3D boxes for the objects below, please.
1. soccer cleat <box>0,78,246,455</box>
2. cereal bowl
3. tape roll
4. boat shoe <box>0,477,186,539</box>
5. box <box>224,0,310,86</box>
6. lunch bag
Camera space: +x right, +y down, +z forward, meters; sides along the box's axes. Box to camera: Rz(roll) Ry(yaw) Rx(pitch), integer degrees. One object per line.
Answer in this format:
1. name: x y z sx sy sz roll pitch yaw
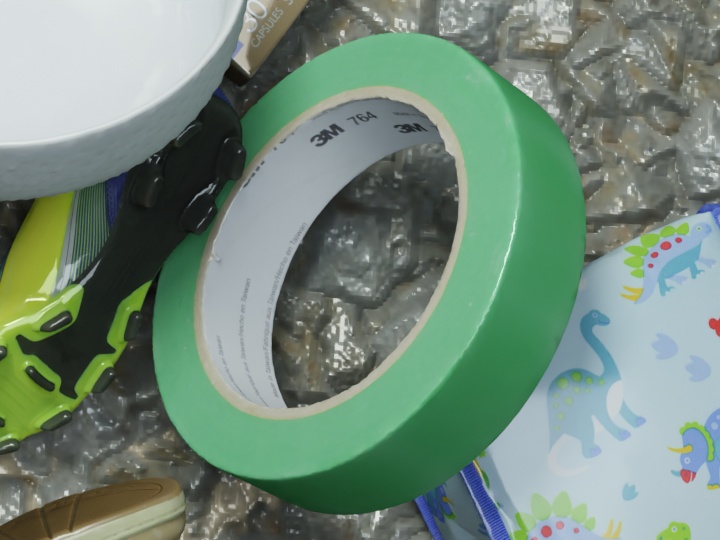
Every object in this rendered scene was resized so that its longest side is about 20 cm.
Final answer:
1. soccer cleat: -0.126 -0.005 1.062 0.065 0.084 0.200 34 96 -41
2. cereal bowl: -0.146 -0.108 1.004 0.199 0.083 0.201 3 58 -4
3. tape roll: 0.000 0.000 1.017 0.048 0.200 0.201 30 79 -41
4. boat shoe: -0.158 0.152 1.039 0.199 0.073 0.063 -27 98 -2
5. box: -0.094 -0.192 1.092 0.200 0.032 0.121 38 80 -7
6. lunch bag: 0.123 0.100 1.073 0.170 0.127 0.200 -28 83 -13
